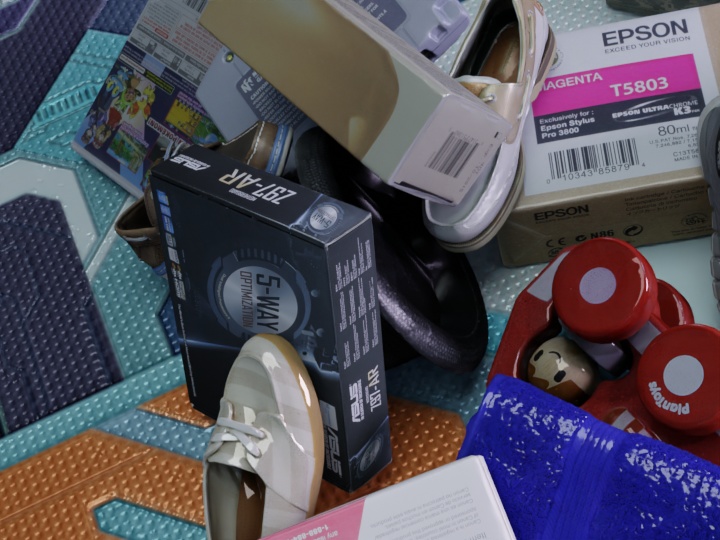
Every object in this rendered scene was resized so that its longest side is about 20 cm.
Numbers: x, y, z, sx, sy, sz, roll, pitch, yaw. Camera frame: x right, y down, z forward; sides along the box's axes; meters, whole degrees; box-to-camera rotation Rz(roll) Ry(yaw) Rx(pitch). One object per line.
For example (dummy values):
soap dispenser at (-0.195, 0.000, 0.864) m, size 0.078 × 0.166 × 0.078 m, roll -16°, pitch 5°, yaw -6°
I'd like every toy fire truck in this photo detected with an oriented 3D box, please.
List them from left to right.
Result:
toy fire truck at (0.161, 0.087, 0.917) m, size 0.168 × 0.112 × 0.200 m, roll -46°, pitch 58°, yaw 8°

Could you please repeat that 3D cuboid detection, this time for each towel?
towel at (0.140, 0.164, 0.846) m, size 0.199 × 0.049 × 0.148 m, roll 22°, pitch 108°, yaw 29°

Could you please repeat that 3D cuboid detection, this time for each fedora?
fedora at (0.000, 0.000, 0.987) m, size 0.091 × 0.200 × 0.201 m, roll -34°, pitch 49°, yaw 25°

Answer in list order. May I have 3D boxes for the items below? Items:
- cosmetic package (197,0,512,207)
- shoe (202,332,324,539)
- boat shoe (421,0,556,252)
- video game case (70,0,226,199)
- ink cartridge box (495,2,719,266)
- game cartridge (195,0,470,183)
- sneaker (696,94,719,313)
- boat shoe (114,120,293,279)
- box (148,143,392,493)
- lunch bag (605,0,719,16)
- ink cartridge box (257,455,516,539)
cosmetic package at (-0.005, -0.133, 0.952) m, size 0.200 × 0.105 × 0.071 m, roll 42°, pitch 105°, yaw 29°
shoe at (-0.064, 0.141, 0.892) m, size 0.070 × 0.053 × 0.201 m, roll 4°, pitch 96°, yaw 38°
boat shoe at (0.083, -0.112, 0.999) m, size 0.074 × 0.068 × 0.201 m, roll 4°, pitch 63°, yaw 27°
video game case at (-0.127, -0.132, 1.135) m, size 0.200 × 0.023 × 0.183 m, roll 35°, pitch 99°, yaw 31°
ink cartridge box at (0.190, -0.102, 1.050) m, size 0.199 × 0.075 × 0.165 m, roll -10°, pitch 55°, yaw 9°
game cartridge at (-0.027, -0.163, 1.048) m, size 0.200 × 0.041 × 0.133 m, roll -43°, pitch 68°, yaw 16°
sneaker at (0.259, -0.021, 0.906) m, size 0.075 × 0.115 × 0.201 m, roll -16°, pitch 88°, yaw 9°
boat shoe at (-0.119, -0.052, 1.010) m, size 0.072 × 0.200 × 0.073 m, roll 29°, pitch 50°, yaw -19°
box at (-0.058, 0.032, 0.933) m, size 0.160 × 0.201 × 0.043 m, roll 24°, pitch 43°, yaw 35°
lunch bag at (0.292, -0.273, 1.085) m, size 0.199 × 0.164 × 0.118 m, roll 19°, pitch 64°, yaw 25°
ink cartridge box at (0.038, 0.224, 0.810) m, size 0.146 × 0.083 × 0.201 m, roll -21°, pitch 81°, yaw 3°
